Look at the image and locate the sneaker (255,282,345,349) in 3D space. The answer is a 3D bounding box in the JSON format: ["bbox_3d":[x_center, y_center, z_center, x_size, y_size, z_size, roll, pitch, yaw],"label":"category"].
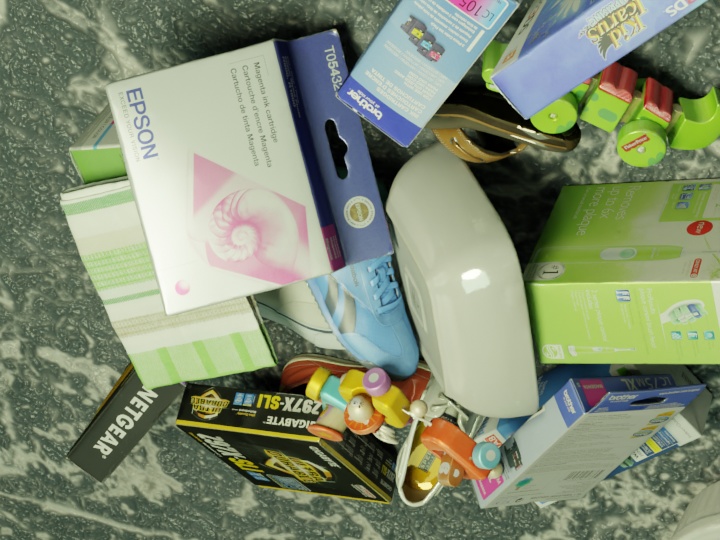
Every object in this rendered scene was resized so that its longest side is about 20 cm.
[{"bbox_3d":[-0.046,0.017,1.521,0.199,0.073,0.071,14,133,38],"label":"sneaker"}]

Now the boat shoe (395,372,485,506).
[{"bbox_3d":[0.083,0.131,1.538,0.070,0.070,0.201,26,109,-1],"label":"boat shoe"}]

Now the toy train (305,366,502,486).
[{"bbox_3d":[0.026,0.145,1.446,0.150,0.056,0.199,42,160,-24],"label":"toy train"}]

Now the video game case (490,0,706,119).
[{"bbox_3d":[0.198,-0.213,1.171,0.045,0.182,0.199,45,131,-14],"label":"video game case"}]

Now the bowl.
[{"bbox_3d":[0.078,0.013,1.395,0.074,0.200,0.201,-17,128,-8],"label":"bowl"}]

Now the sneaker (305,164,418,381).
[{"bbox_3d":[0.000,0.000,1.415,0.078,0.066,0.201,-33,88,36],"label":"sneaker"}]

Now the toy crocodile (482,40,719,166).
[{"bbox_3d":[0.189,-0.138,1.297,0.198,0.068,0.062,19,138,-6],"label":"toy crocodile"}]

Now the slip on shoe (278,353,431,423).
[{"bbox_3d":[0.011,0.125,1.613,0.198,0.061,0.075,5,126,19],"label":"slip on shoe"}]

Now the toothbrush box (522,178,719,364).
[{"bbox_3d":[0.247,0.000,1.344,0.198,0.146,0.087,0,126,26],"label":"toothbrush box"}]

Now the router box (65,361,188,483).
[{"bbox_3d":[-0.201,0.102,1.635,0.051,0.150,0.200,36,132,-7],"label":"router box"}]

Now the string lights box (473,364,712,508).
[{"bbox_3d":[0.212,0.136,1.528,0.103,0.059,0.199,44,131,-15],"label":"string lights box"}]

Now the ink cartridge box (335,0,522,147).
[{"bbox_3d":[0.062,-0.190,1.284,0.076,0.137,0.200,35,133,-3],"label":"ink cartridge box"}]

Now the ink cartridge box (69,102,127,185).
[{"bbox_3d":[-0.144,-0.117,1.462,0.198,0.104,0.060,-2,126,27],"label":"ink cartridge box"}]

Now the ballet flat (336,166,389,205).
[{"bbox_3d":[-0.074,-0.058,1.500,0.198,0.071,0.068,8,128,19],"label":"ballet flat"}]

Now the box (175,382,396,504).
[{"bbox_3d":[-0.069,0.172,1.636,0.158,0.050,0.200,6,158,25],"label":"box"}]

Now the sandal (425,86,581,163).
[{"bbox_3d":[0.088,-0.118,1.365,0.198,0.082,0.055,10,116,22],"label":"sandal"}]

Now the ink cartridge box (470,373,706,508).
[{"bbox_3d":[0.194,0.140,1.428,0.118,0.042,0.200,0,148,-34],"label":"ink cartridge box"}]

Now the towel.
[{"bbox_3d":[-0.166,0.005,1.456,0.148,0.031,0.201,-10,114,26],"label":"towel"}]

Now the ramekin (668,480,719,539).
[{"bbox_3d":[0.377,0.278,1.541,0.201,0.094,0.204,13,130,15],"label":"ramekin"}]

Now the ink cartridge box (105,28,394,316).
[{"bbox_3d":[-0.090,-0.082,1.363,0.198,0.043,0.198,-15,93,-1],"label":"ink cartridge box"}]
